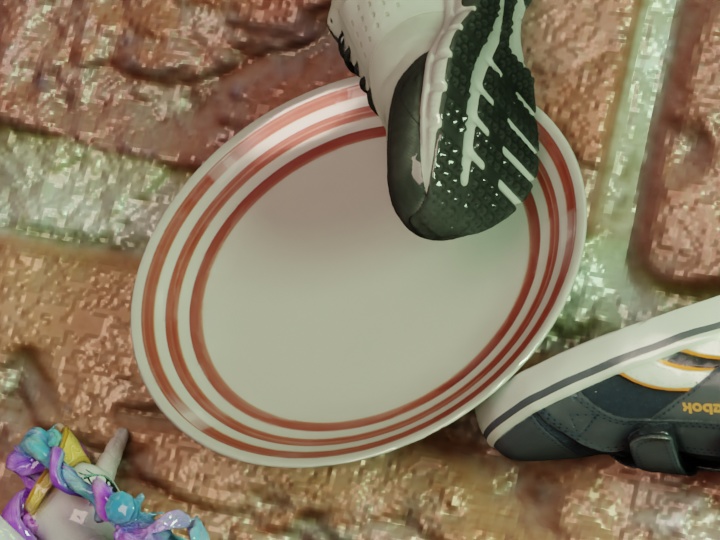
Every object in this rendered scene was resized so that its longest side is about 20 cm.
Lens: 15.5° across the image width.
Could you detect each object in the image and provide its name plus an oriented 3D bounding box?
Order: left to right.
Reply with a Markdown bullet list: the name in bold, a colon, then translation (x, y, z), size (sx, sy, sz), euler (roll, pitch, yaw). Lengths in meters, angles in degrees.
- **pony figurine**: translation (-0.116, 0.159, 1.049), size (0.193, 0.167, 0.200), euler (-34, 58, -29)
- **dinner plate**: translation (0.000, 0.000, 1.086), size (0.199, 0.024, 0.201), euler (-14, 50, 17)
- **sneaker**: translation (0.027, -0.085, 1.086), size (0.080, 0.074, 0.201), euler (-18, 42, 24)
- **sneaker**: translation (0.143, 0.051, 1.015), size (0.199, 0.078, 0.080), euler (-21, 77, 19)
